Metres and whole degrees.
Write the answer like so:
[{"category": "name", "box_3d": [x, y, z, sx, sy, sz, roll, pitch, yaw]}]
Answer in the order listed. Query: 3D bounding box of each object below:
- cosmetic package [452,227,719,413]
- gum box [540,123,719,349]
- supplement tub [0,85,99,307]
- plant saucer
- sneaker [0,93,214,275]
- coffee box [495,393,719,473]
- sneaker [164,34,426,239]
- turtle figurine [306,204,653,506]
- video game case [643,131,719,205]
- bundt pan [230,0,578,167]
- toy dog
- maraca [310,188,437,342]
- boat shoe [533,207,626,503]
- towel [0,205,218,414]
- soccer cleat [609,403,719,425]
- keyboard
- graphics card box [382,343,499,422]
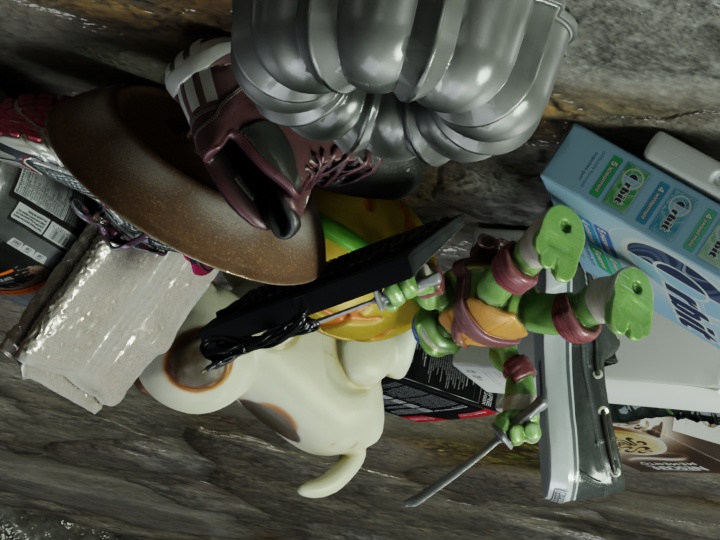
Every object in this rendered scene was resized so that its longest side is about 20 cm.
[{"category": "cosmetic package", "box_3d": [0.175, 0.036, 1.772, 0.198, 0.109, 0.085, 6, 166, 22]}, {"category": "gum box", "box_3d": [0.217, 0.002, 1.571, 0.199, 0.045, 0.170, 31, 170, 22]}, {"category": "supplement tub", "box_3d": [-0.253, -0.058, 1.695, 0.122, 0.124, 0.200, 3, 163, 27]}, {"category": "plant saucer", "box_3d": [-0.101, -0.064, 1.572, 0.199, 0.037, 0.201, 28, -161, -10]}, {"category": "sneaker", "box_3d": [-0.158, -0.053, 1.626, 0.199, 0.075, 0.081, 22, -158, -27]}, {"category": "coffee box", "box_3d": [0.219, 0.103, 2.042, 0.112, 0.081, 0.199, -5, 158, 44]}, {"category": "sneaker", "box_3d": [-0.033, -0.056, 1.526, 0.199, 0.116, 0.076, 22, 130, -36]}, {"category": "turtle figurine", "box_3d": [0.079, 0.050, 1.597, 0.199, 0.145, 0.193, -24, 177, -42]}, {"category": "video game case", "box_3d": [0.271, -0.001, 1.570, 0.181, 0.023, 0.200, 31, 171, 25]}, {"category": "bundt pan", "box_3d": [0.017, -0.114, 1.384, 0.200, 0.076, 0.202, 10, 164, 3]}, {"category": "toy dog", "box_3d": [-0.079, 0.067, 1.925, 0.199, 0.196, 0.139, 11, 179, -29]}, {"category": "maraca", "box_3d": [0.000, 0.000, 1.748, 0.137, 0.107, 0.200, 30, 172, 30]}, {"category": "boat shoe", "box_3d": [0.149, 0.057, 1.701, 0.056, 0.202, 0.069, 0, 171, -3]}, {"category": "towel", "box_3d": [-0.156, 0.003, 1.733, 0.034, 0.201, 0.132, 34, 179, 31]}, {"category": "soccer cleat", "box_3d": [0.273, 0.088, 1.817, 0.198, 0.082, 0.068, -16, 172, 2]}, {"category": "keyboard", "box_3d": [-0.033, 0.016, 1.586, 0.199, 0.127, 0.021, -21, 106, 43]}, {"category": "graphics card box", "box_3d": [0.012, 0.081, 2.171, 0.199, 0.051, 0.125, 19, 164, -31]}]
